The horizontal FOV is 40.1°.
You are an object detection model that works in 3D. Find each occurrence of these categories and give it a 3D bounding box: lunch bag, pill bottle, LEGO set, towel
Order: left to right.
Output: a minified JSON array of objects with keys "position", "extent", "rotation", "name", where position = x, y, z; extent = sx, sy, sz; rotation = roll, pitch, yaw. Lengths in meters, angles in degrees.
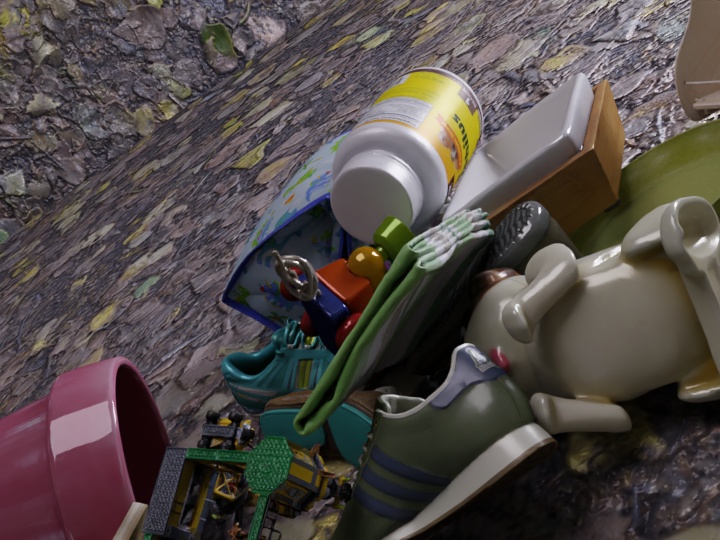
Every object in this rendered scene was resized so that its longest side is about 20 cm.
[{"position":[-0.071,0.203,0.639],"extent":[0.153,0.116,0.201],"rotation":[-13,57,34],"name":"LEGO set"},{"position":[-0.039,-0.049,1.049],"extent":[0.200,0.127,0.170],"rotation":[-58,6,38],"name":"lunch bag"},{"position":[0.031,0.032,0.692],"extent":[0.150,0.031,0.200],"rotation":[-59,-10,19],"name":"towel"},{"position":[0.042,-0.107,0.926],"extent":[0.109,0.110,0.200],"rotation":[-20,22,33],"name":"pill bottle"}]

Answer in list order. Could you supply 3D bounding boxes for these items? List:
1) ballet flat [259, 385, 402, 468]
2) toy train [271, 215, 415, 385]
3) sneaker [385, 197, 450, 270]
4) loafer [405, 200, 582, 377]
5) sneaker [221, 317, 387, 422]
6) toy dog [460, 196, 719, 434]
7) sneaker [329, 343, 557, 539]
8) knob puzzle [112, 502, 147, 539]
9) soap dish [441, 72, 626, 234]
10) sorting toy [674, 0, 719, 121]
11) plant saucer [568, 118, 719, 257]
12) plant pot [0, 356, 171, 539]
[{"position":[-0.006,0.124,0.820],"extent":[0.072,0.068,0.199],"rotation":[-26,9,-35],"name":"ballet flat"},{"position":[0.000,0.000,0.793],"extent":[0.116,0.200,0.085],"rotation":[-44,62,-13],"name":"toy train"},{"position":[0.070,-0.026,0.970],"extent":[0.099,0.075,0.200],"rotation":[-33,22,9],"name":"sneaker"},{"position":[0.103,0.031,0.792],"extent":[0.200,0.069,0.075],"rotation":[-50,14,43],"name":"loafer"},{"position":[-0.044,0.081,0.919],"extent":[0.199,0.080,0.078],"rotation":[-25,24,23],"name":"sneaker"},{"position":[0.155,0.030,0.663],"extent":[0.199,0.140,0.194],"rotation":[-20,14,33],"name":"toy dog"},{"position":[0.033,0.124,0.645],"extent":[0.067,0.090,0.200],"rotation":[-4,-32,-50],"name":"sneaker"},{"position":[-0.191,0.272,0.615],"extent":[0.220,0.030,0.221],"rotation":[17,-90,-89],"name":"knob puzzle"},{"position":[0.164,-0.086,0.893],"extent":[0.157,0.081,0.200],"rotation":[-36,11,29],"name":"soap dish"},{"position":[0.343,-0.225,0.819],"extent":[0.107,0.181,0.200],"rotation":[-36,19,-15],"name":"sorting toy"},{"position":[0.238,-0.048,0.797],"extent":[0.200,0.031,0.200],"rotation":[-38,13,10],"name":"plant saucer"},{"position":[-0.245,0.189,0.781],"extent":[0.178,0.201,0.200],"rotation":[-17,23,-2],"name":"plant pot"}]
